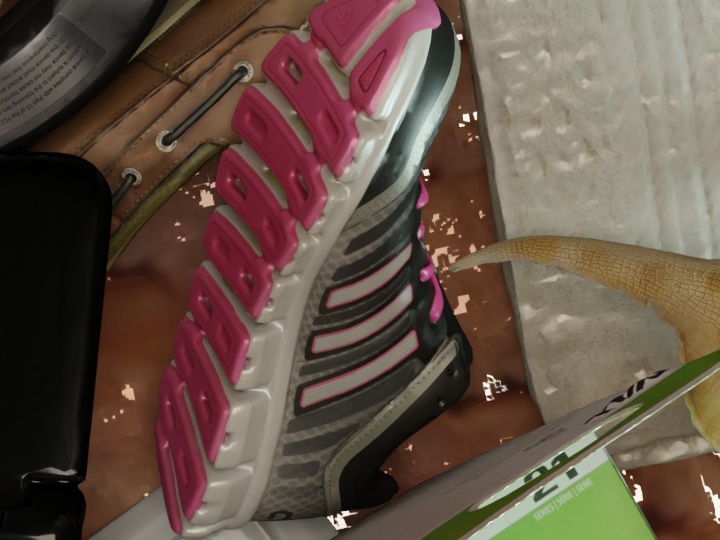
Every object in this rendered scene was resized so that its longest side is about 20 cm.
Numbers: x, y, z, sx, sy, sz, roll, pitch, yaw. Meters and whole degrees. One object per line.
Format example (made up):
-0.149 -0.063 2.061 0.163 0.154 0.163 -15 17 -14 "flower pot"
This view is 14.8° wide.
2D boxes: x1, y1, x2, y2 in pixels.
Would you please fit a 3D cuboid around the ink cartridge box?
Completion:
0.036 0.102 0.824 0.148 0.200 0.076 -29 89 -35 "ink cartridge box"

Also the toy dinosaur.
0.130 0.012 0.859 0.200 0.058 0.101 34 73 17 "toy dinosaur"

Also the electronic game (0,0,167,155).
-0.146 -0.127 0.904 0.200 0.042 0.200 -3 78 16 "electronic game"

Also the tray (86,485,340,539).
-0.084 0.151 0.928 0.200 0.022 0.107 -37 89 -3 "tray"

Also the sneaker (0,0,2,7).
-0.205 -0.063 0.845 0.200 0.079 0.095 -32 62 -2 "sneaker"

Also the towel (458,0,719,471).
0.108 -0.033 0.913 0.132 0.034 0.200 -10 107 0 "towel"

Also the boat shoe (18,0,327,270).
-0.040 -0.067 0.918 0.200 0.072 0.068 -35 89 8 "boat shoe"

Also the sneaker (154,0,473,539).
0.000 0.000 0.882 0.087 0.074 0.200 6 118 -27 "sneaker"

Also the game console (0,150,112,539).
-0.174 0.063 0.892 0.200 0.116 0.176 2 132 10 "game console"
